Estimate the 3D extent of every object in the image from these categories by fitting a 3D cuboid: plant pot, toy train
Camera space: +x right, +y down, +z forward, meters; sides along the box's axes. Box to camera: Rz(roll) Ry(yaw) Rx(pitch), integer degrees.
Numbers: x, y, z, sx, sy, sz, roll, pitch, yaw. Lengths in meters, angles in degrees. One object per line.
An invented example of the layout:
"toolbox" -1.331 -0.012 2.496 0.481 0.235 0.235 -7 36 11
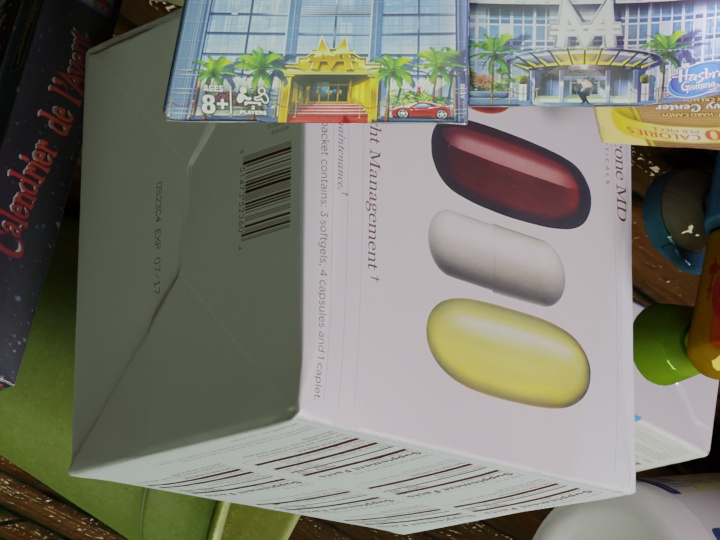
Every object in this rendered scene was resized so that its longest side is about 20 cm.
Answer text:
"plant pot" -0.119 0.057 1.246 0.190 0.200 0.200 22 157 11
"toy train" 0.164 0.032 1.035 0.085 0.200 0.116 26 156 -30

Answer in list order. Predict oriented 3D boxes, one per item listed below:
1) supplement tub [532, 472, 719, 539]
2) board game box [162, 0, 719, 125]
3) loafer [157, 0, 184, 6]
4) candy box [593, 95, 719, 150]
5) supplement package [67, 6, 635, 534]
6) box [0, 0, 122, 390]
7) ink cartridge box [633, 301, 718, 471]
"supplement tub" 0.204 0.189 1.357 0.145 0.145 0.200 -14 169 43
"board game box" 0.032 -0.149 0.763 0.200 0.062 0.200 0 119 3
"loafer" -0.044 -0.150 0.892 0.067 0.076 0.200 23 161 -30
"candy box" 0.141 -0.116 0.896 0.115 0.055 0.200 5 153 14
"supplement package" 0.000 0.000 1.003 0.200 0.192 0.147 16 158 -42
"box" -0.176 -0.032 1.039 0.038 0.200 0.137 28 151 -30
"ink cartridge box" 0.086 0.071 1.304 0.115 0.068 0.200 27 150 -32
